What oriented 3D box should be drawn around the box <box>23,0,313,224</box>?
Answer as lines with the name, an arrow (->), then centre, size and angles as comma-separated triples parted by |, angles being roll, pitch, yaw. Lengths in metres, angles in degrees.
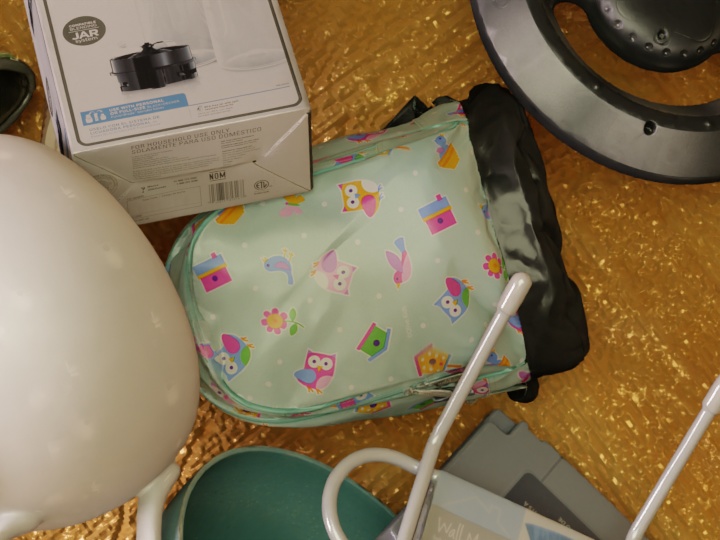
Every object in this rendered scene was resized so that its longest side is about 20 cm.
box -> -0.100, -0.120, 1.237 | 0.116, 0.060, 0.200 | -10, 52, -8

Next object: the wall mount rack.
wall mount rack -> 0.090, 0.110, 1.213 | 0.200, 0.075, 0.174 | 26, 62, -14

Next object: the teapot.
teapot -> -0.177, 0.048, 1.162 | 0.200, 0.198, 0.146 | 21, 43, 39

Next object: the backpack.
backpack -> 0.000, 0.000, 1.269 | 0.199, 0.127, 0.167 | -15, 85, -3

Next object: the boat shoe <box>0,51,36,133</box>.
boat shoe -> -0.234, -0.066, 1.253 | 0.060, 0.202, 0.072 | 17, 122, 21

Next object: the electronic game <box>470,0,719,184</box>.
electronic game -> 0.148, -0.136, 1.291 | 0.199, 0.042, 0.201 | 7, 67, -16

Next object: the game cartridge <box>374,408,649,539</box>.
game cartridge -> 0.103, 0.174, 1.263 | 0.200, 0.042, 0.133 | 44, 52, 3

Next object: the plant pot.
plant pot -> -0.049, 0.204, 1.241 | 0.135, 0.200, 0.200 | -42, 85, 28

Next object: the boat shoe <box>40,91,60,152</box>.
boat shoe -> -0.126, -0.065, 1.307 | 0.064, 0.071, 0.201 | -1, 84, 2
